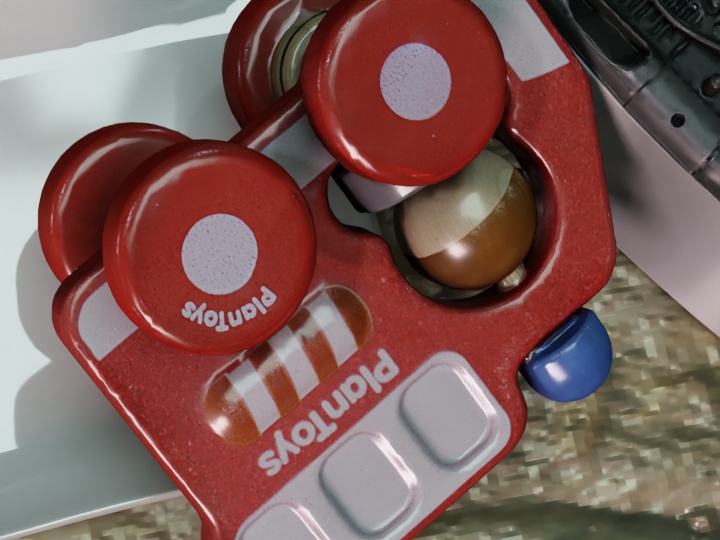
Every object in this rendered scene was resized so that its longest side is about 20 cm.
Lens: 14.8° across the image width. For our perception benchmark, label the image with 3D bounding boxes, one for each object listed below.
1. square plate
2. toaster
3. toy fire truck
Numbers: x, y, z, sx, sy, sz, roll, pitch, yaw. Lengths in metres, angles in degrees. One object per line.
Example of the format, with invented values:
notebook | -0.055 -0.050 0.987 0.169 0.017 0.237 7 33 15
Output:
square plate | -0.093 -0.012 0.967 0.199 0.028 0.199 -12 78 -15
toaster | 0.149 -0.085 0.991 0.181 0.119 0.200 45 71 3
toy fire truck | 0.000 0.000 0.918 0.200 0.112 0.168 -40 108 -12
